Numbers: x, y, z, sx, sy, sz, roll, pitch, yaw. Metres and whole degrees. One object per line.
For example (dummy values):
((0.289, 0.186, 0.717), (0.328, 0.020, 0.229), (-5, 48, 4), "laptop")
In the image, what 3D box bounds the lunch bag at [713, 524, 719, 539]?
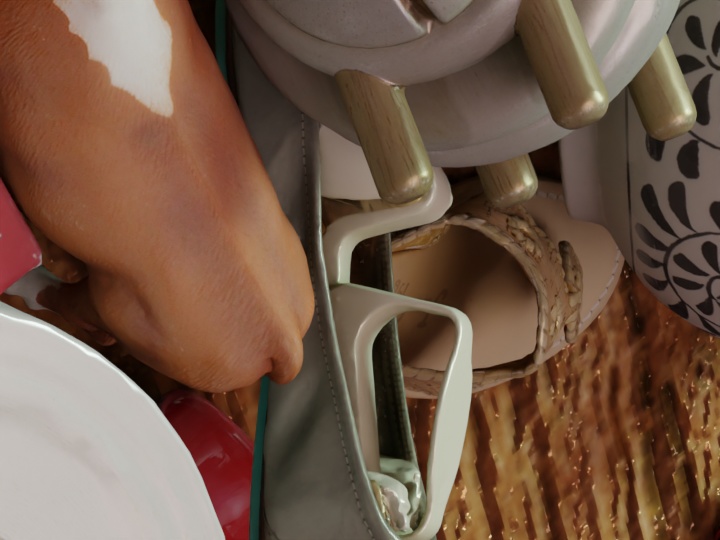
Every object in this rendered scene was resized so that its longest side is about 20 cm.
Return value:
((0.195, 0.187, 1.013), (0.082, 0.176, 0.201), (0, 111, -40), "lunch bag")

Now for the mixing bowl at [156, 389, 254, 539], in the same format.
((-0.051, 0.147, 0.797), (0.108, 0.201, 0.200), (-29, 132, 7), "mixing bowl")

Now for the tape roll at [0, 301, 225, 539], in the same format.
((-0.128, 0.097, 0.633), (0.202, 0.071, 0.204), (-12, 109, -36), "tape roll")

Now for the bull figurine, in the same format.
((-0.074, -0.054, 0.701), (0.065, 0.121, 0.201), (-36, 124, -26), "bull figurine")

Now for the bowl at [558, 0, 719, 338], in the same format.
((0.110, -0.061, 0.857), (0.201, 0.094, 0.202), (-1, 90, -81), "bowl")

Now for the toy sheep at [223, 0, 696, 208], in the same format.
((0.023, -0.088, 0.716), (0.139, 0.137, 0.200), (-66, 165, 6), "toy sheep")

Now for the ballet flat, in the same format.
((0.000, 0.000, 0.777), (0.067, 0.063, 0.201), (24, 61, -66), "ballet flat")

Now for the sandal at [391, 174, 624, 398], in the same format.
((0.026, 0.014, 0.859), (0.211, 0.070, 0.078), (2, 109, -41), "sandal")

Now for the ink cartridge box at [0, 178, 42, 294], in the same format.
((-0.195, -0.003, 0.653), (0.200, 0.083, 0.147), (-42, 132, -18), "ink cartridge box")
